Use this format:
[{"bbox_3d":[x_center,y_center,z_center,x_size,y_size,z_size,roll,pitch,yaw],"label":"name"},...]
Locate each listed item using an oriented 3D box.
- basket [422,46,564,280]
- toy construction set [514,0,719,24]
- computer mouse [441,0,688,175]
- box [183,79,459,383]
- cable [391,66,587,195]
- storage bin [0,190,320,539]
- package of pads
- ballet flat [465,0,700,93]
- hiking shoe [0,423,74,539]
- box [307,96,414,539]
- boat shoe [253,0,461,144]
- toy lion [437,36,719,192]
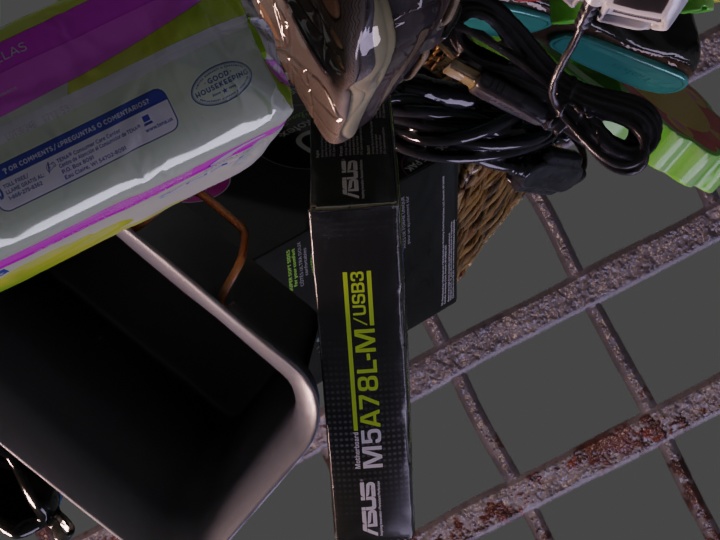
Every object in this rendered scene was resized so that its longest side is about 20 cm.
[{"bbox_3d":[0.054,-0.116,1.316,0.200,0.149,0.143,-50,158,-27],"label":"basket"},{"bbox_3d":[0.131,-0.160,0.831,0.130,0.093,0.200,-4,169,-9],"label":"toy construction set"},{"bbox_3d":[0.109,-0.133,0.739,0.200,0.109,0.044,-61,179,43],"label":"computer mouse"},{"bbox_3d":[-0.056,-0.017,1.170,0.200,0.125,0.148,-29,-136,-34],"label":"box"},{"bbox_3d":[0.047,-0.102,1.111,0.200,0.163,0.051,-1,122,-58],"label":"cable"},{"bbox_3d":[-0.106,0.016,0.899,0.146,0.200,0.134,-49,-175,19],"label":"storage bin"},{"bbox_3d":[-0.103,-0.044,0.637,0.154,0.068,0.200,-27,-178,-7],"label":"package of pads"},{"bbox_3d":[0.105,-0.153,1.029,0.199,0.069,0.068,13,168,-31],"label":"ballet flat"},{"bbox_3d":[-0.229,0.071,0.877,0.087,0.199,0.075,-102,-152,-56],"label":"hiking shoe"},{"bbox_3d":[0.000,0.000,0.929,0.047,0.194,0.200,-5,-147,2],"label":"box"},{"bbox_3d":[0.006,-0.102,0.756,0.073,0.075,0.200,-28,-178,-8],"label":"boat shoe"},{"bbox_3d":[0.153,-0.119,1.157,0.069,0.192,0.200,-50,172,22],"label":"toy lion"}]
